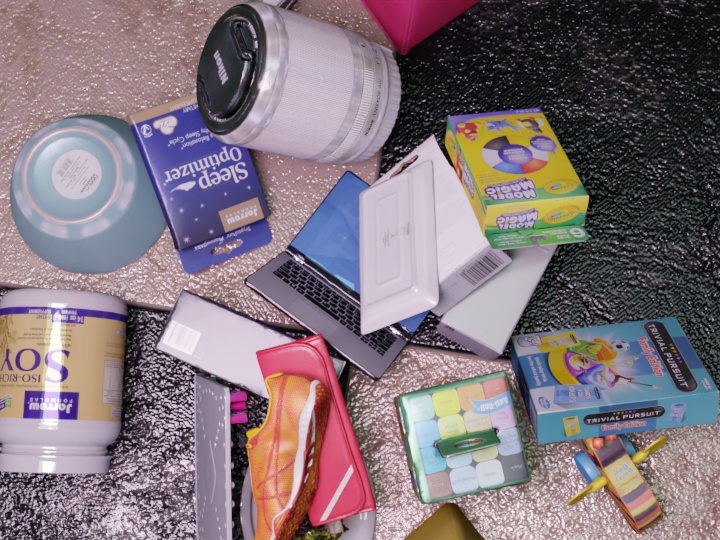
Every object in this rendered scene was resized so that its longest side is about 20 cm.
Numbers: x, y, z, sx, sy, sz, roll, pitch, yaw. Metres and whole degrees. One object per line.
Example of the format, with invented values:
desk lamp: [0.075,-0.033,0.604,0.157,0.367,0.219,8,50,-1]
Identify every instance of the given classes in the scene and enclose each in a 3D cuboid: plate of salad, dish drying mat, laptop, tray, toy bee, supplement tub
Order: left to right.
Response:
supplement tub: [-0.342,0.127,1.270,0.145,0.145,0.200,1,82,0]
dish drying mat: [-0.047,0.171,1.191,0.077,0.018,0.200,-16,98,11]
plate of salad: [-0.048,0.265,1.249,0.200,0.048,0.200,13,71,-40]
laptop: [0.000,0.000,1.303,0.187,0.200,0.116,36,113,5]
tray: [0.036,-0.032,1.268,0.107,0.022,0.200,-23,51,30]
toy bee: [0.277,0.217,1.280,0.200,0.109,0.131,36,85,4]

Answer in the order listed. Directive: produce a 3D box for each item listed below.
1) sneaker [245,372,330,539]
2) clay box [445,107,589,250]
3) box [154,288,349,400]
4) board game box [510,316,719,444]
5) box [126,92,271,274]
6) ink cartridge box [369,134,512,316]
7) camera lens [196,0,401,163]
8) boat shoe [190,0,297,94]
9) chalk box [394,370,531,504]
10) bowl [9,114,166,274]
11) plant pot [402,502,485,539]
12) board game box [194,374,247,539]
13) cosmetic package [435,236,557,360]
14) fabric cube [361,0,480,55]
sneaker: [-0.085,0.203,1.168,0.077,0.073,0.200,13,94,20]
clay box: [0.173,-0.104,1.235,0.115,0.048,0.200,-7,41,-9]
box: [-0.118,0.098,1.277,0.200,0.141,0.079,24,83,3]
board game box: [0.284,0.122,1.274,0.200,0.151,0.047,-7,121,-1]
box: [-0.184,-0.107,1.322,0.121,0.032,0.200,-22,101,-19]
ink cartridge box: [0.088,-0.056,1.291,0.109,0.050,0.200,-38,43,17]
camera lens: [-0.075,-0.210,1.275,0.200,0.160,0.160,8,80,-38]
boat shoe: [-0.131,-0.260,1.368,0.066,0.070,0.200,38,82,-8]
chalk box: [0.110,0.183,1.236,0.125,0.200,0.124,-12,82,-2]
bowl: [-0.330,-0.101,1.324,0.200,0.105,0.201,0,82,1]
plant pot: [0.094,0.397,1.219,0.200,0.176,0.200,-40,84,-5]
board game box: [-0.153,0.220,1.225,0.026,0.200,0.200,-1,89,-17]
cosmetic package: [0.170,-0.001,1.311,0.090,0.107,0.200,25,84,5]
fabric cube: [0.075,-0.411,1.323,0.196,0.199,0.200,-35,83,-6]
